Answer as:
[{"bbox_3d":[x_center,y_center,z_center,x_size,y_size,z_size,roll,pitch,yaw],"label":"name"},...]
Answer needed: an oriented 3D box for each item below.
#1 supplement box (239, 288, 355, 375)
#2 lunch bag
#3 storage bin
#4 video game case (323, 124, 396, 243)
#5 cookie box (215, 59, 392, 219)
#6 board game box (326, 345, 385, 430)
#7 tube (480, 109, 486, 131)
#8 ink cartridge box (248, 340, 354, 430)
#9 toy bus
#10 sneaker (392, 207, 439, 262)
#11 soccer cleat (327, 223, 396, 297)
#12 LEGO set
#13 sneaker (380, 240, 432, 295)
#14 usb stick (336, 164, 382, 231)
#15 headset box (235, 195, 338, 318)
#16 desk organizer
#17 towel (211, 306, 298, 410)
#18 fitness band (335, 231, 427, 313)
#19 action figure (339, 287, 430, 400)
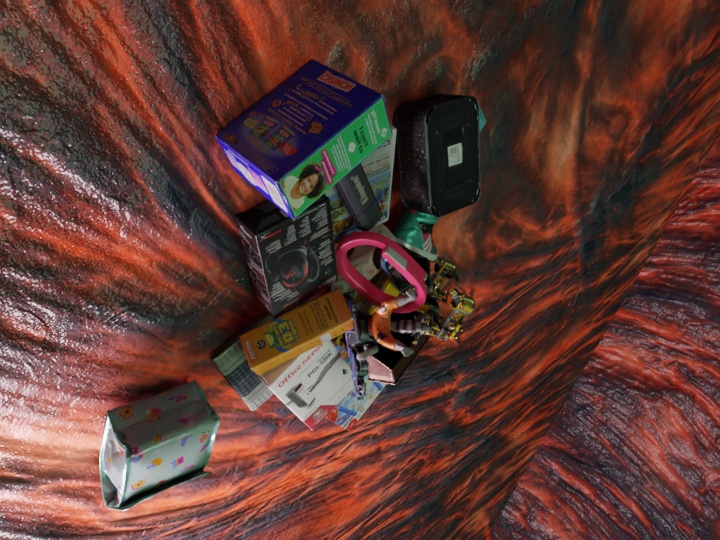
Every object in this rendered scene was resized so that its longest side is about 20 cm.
[{"bbox_3d":[-0.109,0.108,0.964,0.196,0.068,0.069,-27,164,-5],"label":"supplement box"},{"bbox_3d":[-0.344,0.313,0.931,0.168,0.122,0.203,-12,134,-44],"label":"lunch bag"},{"bbox_3d":[0.150,-0.220,1.040,0.133,0.093,0.205,-21,118,-29],"label":"storage bin"},{"bbox_3d":[-0.005,-0.143,0.956,0.141,0.018,0.203,-26,142,-24],"label":"video game case"},{"bbox_3d":[-0.080,-0.196,0.792,0.199,0.170,0.076,-42,143,-14],"label":"cookie box"},{"bbox_3d":[-0.022,0.258,1.283,0.201,0.056,0.196,-51,142,-5],"label":"board game box"},{"bbox_3d":[0.200,-0.255,1.153,0.203,0.050,0.077,-57,148,-4],"label":"tube"},{"bbox_3d":[-0.105,0.200,1.078,0.147,0.082,0.201,-44,138,-11],"label":"ink cartridge box"},{"bbox_3d":[0.016,0.078,1.164,0.203,0.077,0.065,-60,142,-4],"label":"toy bus"},{"bbox_3d":[0.135,-0.093,1.175,0.199,0.082,0.123,12,104,-64],"label":"sneaker"},{"bbox_3d":[0.000,0.000,1.097,0.069,0.077,0.203,18,104,-51],"label":"soccer cleat"},{"bbox_3d":[0.154,0.054,1.215,0.114,0.203,0.155,21,125,-24],"label":"LEGO set"},{"bbox_3d":[0.104,0.008,1.092,0.072,0.081,0.199,-61,149,-9],"label":"sneaker"},{"bbox_3d":[-0.008,-0.136,0.914,0.055,0.033,0.201,-37,145,-5],"label":"usb stick"},{"bbox_3d":[-0.121,-0.026,0.951,0.147,0.075,0.204,-30,136,-26],"label":"headset box"},{"bbox_3d":[0.085,0.167,1.254,0.200,0.070,0.079,-41,126,-51],"label":"desk organizer"},{"bbox_3d":[-0.176,0.157,1.071,0.199,0.034,0.195,-39,137,-16],"label":"towel"},{"bbox_3d":[0.039,0.006,1.019,0.199,0.142,0.038,43,50,-24],"label":"fitness band"},{"bbox_3d":[0.033,0.137,1.041,0.103,0.191,0.206,4,77,-41],"label":"action figure"}]
